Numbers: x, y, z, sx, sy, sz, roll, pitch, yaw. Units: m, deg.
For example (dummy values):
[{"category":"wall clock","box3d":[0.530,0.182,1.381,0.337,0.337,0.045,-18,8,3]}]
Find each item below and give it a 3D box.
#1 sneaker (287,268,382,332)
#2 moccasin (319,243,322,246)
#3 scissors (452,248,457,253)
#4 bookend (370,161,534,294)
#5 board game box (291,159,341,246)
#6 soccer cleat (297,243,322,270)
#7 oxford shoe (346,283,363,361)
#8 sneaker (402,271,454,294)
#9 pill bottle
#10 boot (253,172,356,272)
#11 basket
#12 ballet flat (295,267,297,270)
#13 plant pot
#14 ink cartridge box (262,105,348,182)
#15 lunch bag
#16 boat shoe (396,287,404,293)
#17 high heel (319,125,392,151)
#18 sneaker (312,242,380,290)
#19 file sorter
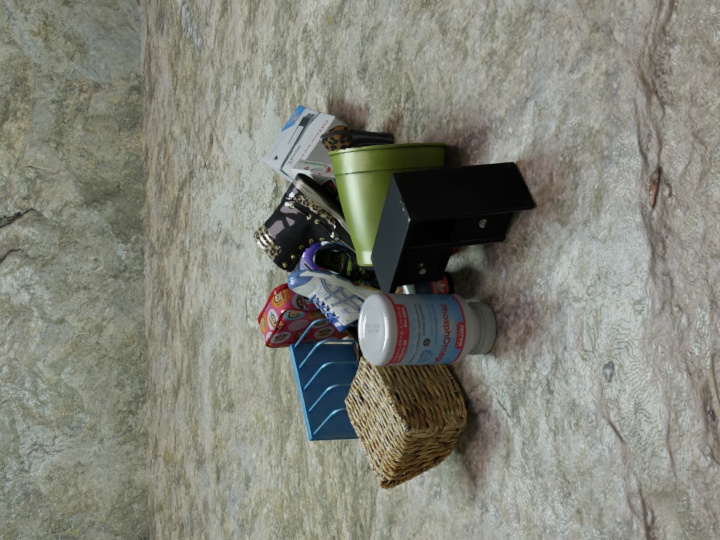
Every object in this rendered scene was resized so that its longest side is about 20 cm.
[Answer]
[{"category":"sneaker","box3d":[-0.041,0.061,1.744,0.075,0.198,0.089,132,154,-71]},{"category":"moccasin","box3d":[-0.069,-0.121,2.014,0.081,0.068,0.201,-59,40,34]},{"category":"scissors","box3d":[0.117,-0.036,1.684,0.200,0.014,0.074,-42,53,56]},{"category":"bookend","box3d":[0.133,-0.057,1.485,0.201,0.196,0.093,106,152,-50]},{"category":"board game box","box3d":[-0.041,-0.111,1.796,0.125,0.035,0.201,12,140,32]},{"category":"soccer cleat","box3d":[-0.083,0.031,2.006,0.073,0.068,0.202,33,140,39]},{"category":"oxford shoe","box3d":[0.013,0.081,1.819,0.073,0.084,0.202,134,133,-57]},{"category":"sneaker","box3d":[0.113,0.031,1.626,0.200,0.084,0.076,-75,-29,-85]},{"category":"pill bottle","box3d":[0.104,0.090,1.495,0.108,0.198,0.110,-2,88,64]},{"category":"boot","box3d":[-0.082,-0.055,1.734,0.151,0.200,0.073,-46,4,16]},{"category":"basket","box3d":[0.079,0.234,1.611,0.201,0.141,0.150,61,144,42]},{"category":"ballet flat","box3d":[-0.116,0.036,2.104,0.073,0.072,0.203,-4,84,64]},{"category":"plant pot","box3d":[0.053,-0.108,1.632,0.200,0.198,0.195,3,99,64]},{"category":"ink cartridge box","box3d":[-0.101,-0.248,1.998,0.145,0.084,0.200,-56,30,-2]},{"category":"lunch bag","box3d":[-0.097,0.093,1.915,0.177,0.198,0.083,-58,45,46]},{"category":"boat shoe","box3d":[0.067,0.131,1.734,0.071,0.075,0.202,15,95,34]},{"category":"high heel","box3d":[-0.040,-0.209,1.865,0.200,0.141,0.072,-51,45,52]},{"category":"sneaker","box3d":[0.000,0.000,1.781,0.198,0.083,0.072,17,108,23]},{"category":"file sorter","box3d":[-0.034,0.204,1.854,0.123,0.137,0.202,-52,44,46]}]
